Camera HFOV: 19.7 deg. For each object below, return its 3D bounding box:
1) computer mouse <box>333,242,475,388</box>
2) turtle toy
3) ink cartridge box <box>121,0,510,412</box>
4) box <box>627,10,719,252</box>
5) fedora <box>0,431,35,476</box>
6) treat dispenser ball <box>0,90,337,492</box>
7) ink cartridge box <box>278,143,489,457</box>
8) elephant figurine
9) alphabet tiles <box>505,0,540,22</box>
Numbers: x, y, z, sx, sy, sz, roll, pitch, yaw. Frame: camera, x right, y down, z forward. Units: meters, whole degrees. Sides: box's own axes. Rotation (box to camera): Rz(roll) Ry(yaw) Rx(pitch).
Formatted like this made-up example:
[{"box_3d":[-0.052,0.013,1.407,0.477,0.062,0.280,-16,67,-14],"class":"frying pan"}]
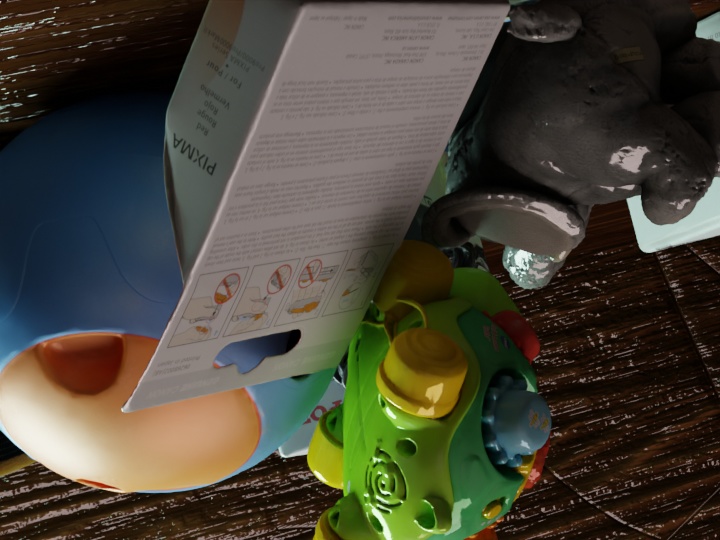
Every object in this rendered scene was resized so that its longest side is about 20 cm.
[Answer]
[{"box_3d":[-0.042,-0.017,1.199,0.110,0.200,0.044,-58,-179,10],"class":"computer mouse"},{"box_3d":[0.040,0.064,1.025,0.101,0.146,0.200,14,-148,-11],"class":"turtle toy"},{"box_3d":[-0.029,-0.041,0.908,0.162,0.050,0.200,-9,132,-54],"class":"ink cartridge box"},{"box_3d":[0.299,-0.109,1.381,0.199,0.131,0.200,-13,175,-31],"class":"box"},{"box_3d":[-0.207,0.053,1.212,0.201,0.082,0.201,-29,163,-10],"class":"fedora"},{"box_3d":[-0.105,0.011,1.031,0.201,0.201,0.201,-15,176,-1],"class":"treat dispenser ball"},{"box_3d":[0.000,0.000,1.261,0.145,0.200,0.084,-17,176,10],"class":"ink cartridge box"},{"box_3d":[0.086,-0.056,1.048,0.200,0.155,0.142,-28,-168,42],"class":"elephant figurine"},{"box_3d":[0.123,-0.149,1.030,0.200,0.015,0.196,-13,175,-31],"class":"alphabet tiles"}]
